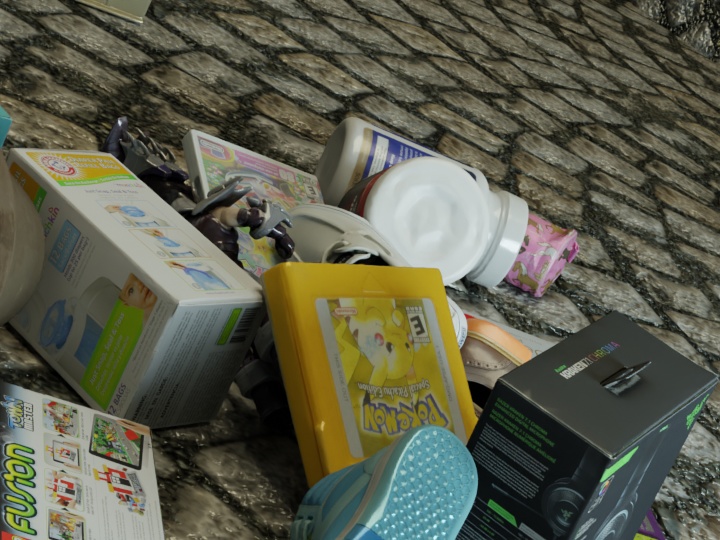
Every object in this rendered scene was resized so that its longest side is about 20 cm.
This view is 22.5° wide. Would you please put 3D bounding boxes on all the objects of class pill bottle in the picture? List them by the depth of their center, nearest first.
[{"bbox_3d":[0.035,-0.035,1.598,0.110,0.112,0.200,22,-9,-11],"label":"pill bottle"},{"bbox_3d":[0.056,-0.062,1.769,0.199,0.116,0.116,22,20,-13],"label":"pill bottle"}]

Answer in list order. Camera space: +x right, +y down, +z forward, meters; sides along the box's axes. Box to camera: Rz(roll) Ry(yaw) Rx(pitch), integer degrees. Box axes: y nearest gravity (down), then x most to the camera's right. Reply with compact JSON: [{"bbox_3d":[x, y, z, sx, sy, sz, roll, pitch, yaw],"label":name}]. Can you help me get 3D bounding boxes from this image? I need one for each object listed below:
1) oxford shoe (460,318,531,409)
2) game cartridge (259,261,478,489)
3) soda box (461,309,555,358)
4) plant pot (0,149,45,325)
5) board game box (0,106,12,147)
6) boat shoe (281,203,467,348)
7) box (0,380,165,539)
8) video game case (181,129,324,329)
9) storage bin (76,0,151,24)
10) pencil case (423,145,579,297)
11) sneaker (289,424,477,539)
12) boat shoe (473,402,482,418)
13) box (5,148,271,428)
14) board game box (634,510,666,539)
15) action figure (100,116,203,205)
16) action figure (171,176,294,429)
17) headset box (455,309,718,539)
[{"bbox_3d":[0.144,0.123,1.444,0.199,0.072,0.073,33,50,7],"label":"oxford shoe"},{"bbox_3d":[0.019,0.094,1.289,0.176,0.032,0.202,2,68,-48],"label":"game cartridge"},{"bbox_3d":[0.108,0.085,1.536,0.199,0.068,0.064,20,20,-16],"label":"soda box"},{"bbox_3d":[-0.287,-0.022,1.167,0.199,0.201,0.174,33,4,17],"label":"plant pot"},{"bbox_3d":[-0.414,-0.157,1.517,0.199,0.047,0.151,8,26,-42],"label":"board game box"},{"bbox_3d":[0.000,0.000,1.449,0.199,0.074,0.065,31,2,31],"label":"boat shoe"},{"bbox_3d":[-0.174,0.142,1.084,0.109,0.035,0.200,20,21,-19],"label":"box"},{"bbox_3d":[-0.074,-0.022,1.529,0.143,0.018,0.201,20,41,-37],"label":"video game case"},{"bbox_3d":[-0.338,-0.396,2.143,0.197,0.094,0.200,19,21,-22],"label":"storage bin"},{"bbox_3d":[0.127,-0.050,1.883,0.199,0.087,0.083,32,-10,13],"label":"pencil case"},{"bbox_3d":[-0.013,0.192,1.121,0.080,0.130,0.200,46,54,-10],"label":"sneaker"},{"bbox_3d":[0.022,0.100,1.385,0.199,0.071,0.070,28,17,3],"label":"boat shoe"},{"bbox_3d":[-0.177,0.010,1.295,0.200,0.113,0.101,41,24,30],"label":"box"},{"bbox_3d":[0.176,0.187,1.426,0.119,0.032,0.200,24,20,-17],"label":"board game box"},{"bbox_3d":[-0.137,-0.052,1.574,0.199,0.070,0.130,36,17,17],"label":"action figure"},{"bbox_3d":[-0.094,0.019,1.351,0.069,0.130,0.201,5,45,-51],"label":"action figure"},{"bbox_3d":[0.135,0.138,1.205,0.092,0.201,0.174,34,29,22],"label":"headset box"}]
